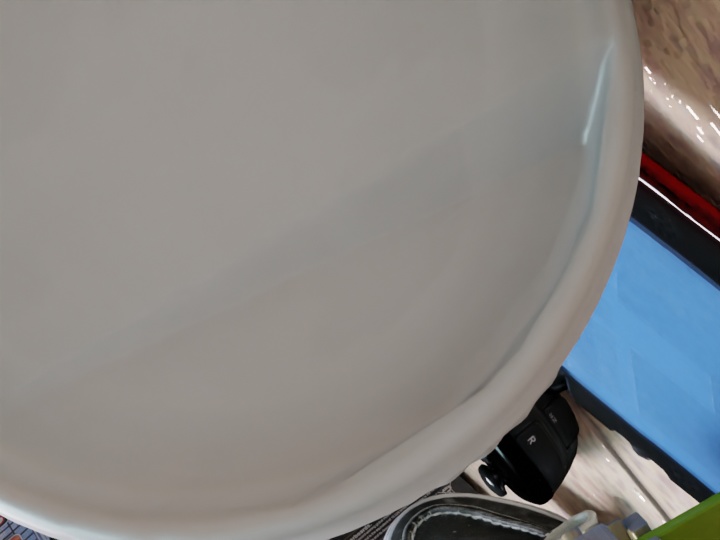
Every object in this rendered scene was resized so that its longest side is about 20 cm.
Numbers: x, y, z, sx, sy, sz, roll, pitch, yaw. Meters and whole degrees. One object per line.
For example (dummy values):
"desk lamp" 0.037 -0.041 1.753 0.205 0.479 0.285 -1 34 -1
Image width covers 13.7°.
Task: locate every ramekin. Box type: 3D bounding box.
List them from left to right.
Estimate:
"ramekin" -0.029 -0.027 0.706 0.202 0.202 0.094 46 178 18

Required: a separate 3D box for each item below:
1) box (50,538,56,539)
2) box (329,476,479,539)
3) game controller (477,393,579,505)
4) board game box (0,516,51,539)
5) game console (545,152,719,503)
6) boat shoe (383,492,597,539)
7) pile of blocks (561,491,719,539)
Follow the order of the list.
"box" -0.140 0.049 1.141 0.144 0.036 0.200 30 156 57
"box" -0.066 0.122 1.251 0.161 0.200 0.049 41 163 33
"game controller" 0.000 0.000 1.024 0.200 0.042 0.104 50 168 1
"board game box" -0.184 0.067 1.126 0.200 0.062 0.200 36 158 49
"game console" 0.033 0.029 0.834 0.200 0.172 0.119 74 179 -62
"boat shoe" 0.072 0.124 1.060 0.199 0.074 0.068 37 167 44
"pile of blocks" 0.107 0.102 0.869 0.082 0.062 0.200 60 179 19
